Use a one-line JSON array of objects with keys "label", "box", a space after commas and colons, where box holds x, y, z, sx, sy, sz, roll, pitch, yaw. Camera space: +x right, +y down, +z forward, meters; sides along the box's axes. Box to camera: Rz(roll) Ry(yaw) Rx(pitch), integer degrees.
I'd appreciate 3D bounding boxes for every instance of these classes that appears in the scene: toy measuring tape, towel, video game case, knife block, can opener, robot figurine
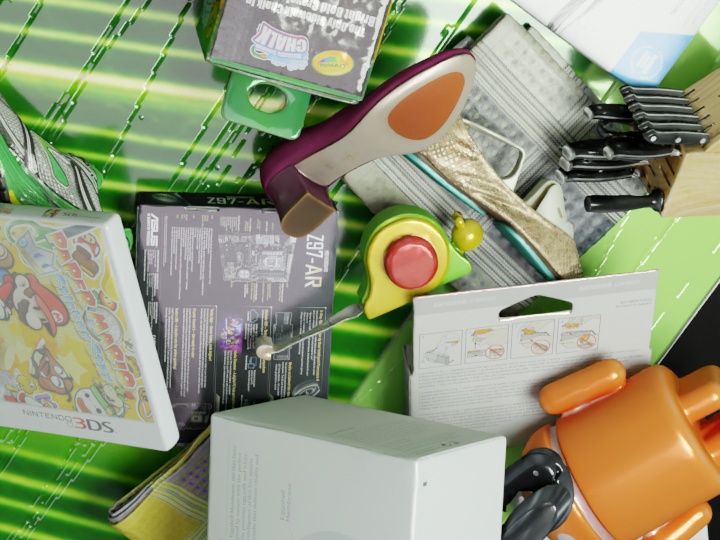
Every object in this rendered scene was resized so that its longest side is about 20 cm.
[{"label": "toy measuring tape", "box": [0.000, 0.000, 1.504, 0.199, 0.074, 0.074, -24, 108, 0]}, {"label": "towel", "box": [0.113, -0.080, 1.555, 0.192, 0.035, 0.200, -43, 109, 9]}, {"label": "video game case", "box": [-0.238, 0.041, 1.475, 0.181, 0.023, 0.201, 5, 123, 28]}, {"label": "knife block", "box": [0.257, -0.079, 1.522, 0.175, 0.064, 0.200, -33, 138, 15]}, {"label": "can opener", "box": [0.093, 0.204, 1.506, 0.064, 0.078, 0.200, 52, 129, 7]}, {"label": "towel", "box": [-0.095, 0.206, 1.584, 0.143, 0.023, 0.200, -41, 123, 10]}, {"label": "robot figurine", "box": [0.211, 0.153, 1.540, 0.199, 0.117, 0.144, -30, 136, 15]}]

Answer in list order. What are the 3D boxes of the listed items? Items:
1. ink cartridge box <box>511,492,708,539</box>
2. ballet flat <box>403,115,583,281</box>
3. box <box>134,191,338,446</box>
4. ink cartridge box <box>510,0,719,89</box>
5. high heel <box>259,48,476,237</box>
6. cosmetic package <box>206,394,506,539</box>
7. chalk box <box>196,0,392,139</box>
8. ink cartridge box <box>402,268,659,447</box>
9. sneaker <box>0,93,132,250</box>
[{"label": "ink cartridge box", "box": [0.216, 0.261, 1.657, 0.159, 0.047, 0.202, -9, 106, -4]}, {"label": "ballet flat", "box": [0.118, -0.058, 1.512, 0.200, 0.071, 0.065, 41, 90, -21]}, {"label": "box", "box": [-0.102, 0.041, 1.551, 0.159, 0.044, 0.202, 1, 106, -8]}, {"label": "ink cartridge box", "box": [0.170, -0.238, 1.492, 0.199, 0.068, 0.116, 33, 100, -15]}, {"label": "high heel", "box": [0.000, -0.118, 1.473, 0.200, 0.096, 0.067, -37, 130, 15]}, {"label": "cosmetic package", "box": [-0.007, 0.213, 1.465, 0.199, 0.123, 0.201, 9, 100, 36]}, {"label": "chalk box", "box": [-0.048, -0.202, 1.447, 0.124, 0.124, 0.201, 15, 105, -12]}, {"label": "ink cartridge box", "box": [0.134, 0.065, 1.558, 0.198, 0.045, 0.177, -6, 129, -6]}, {"label": "sneaker", "box": [-0.253, -0.072, 1.494, 0.085, 0.078, 0.201, -40, 102, -35]}]
